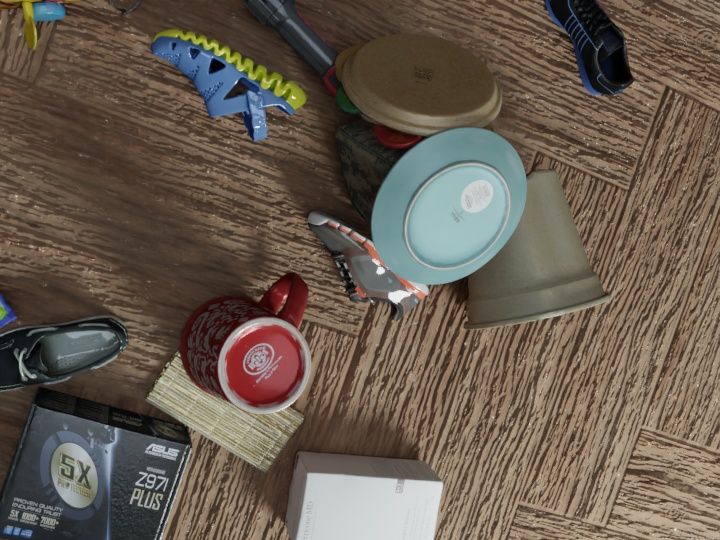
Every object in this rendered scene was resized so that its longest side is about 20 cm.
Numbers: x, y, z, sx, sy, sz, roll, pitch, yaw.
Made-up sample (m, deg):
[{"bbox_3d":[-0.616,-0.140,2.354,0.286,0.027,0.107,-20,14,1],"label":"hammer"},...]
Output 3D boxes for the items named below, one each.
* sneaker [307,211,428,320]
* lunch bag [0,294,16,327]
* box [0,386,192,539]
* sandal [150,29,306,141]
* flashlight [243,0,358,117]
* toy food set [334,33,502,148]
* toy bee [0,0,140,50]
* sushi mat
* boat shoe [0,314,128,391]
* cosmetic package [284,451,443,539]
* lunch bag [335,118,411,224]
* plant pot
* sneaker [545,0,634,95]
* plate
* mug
[{"bbox_3d":[0.000,0.000,1.067,0.199,0.077,0.082,37,93,-17],"label":"sneaker"},{"bbox_3d":[-0.522,0.044,0.899,0.199,0.127,0.171,-38,104,-24],"label":"lunch bag"},{"bbox_3d":[-0.331,0.257,0.995,0.198,0.086,0.165,20,91,-18],"label":"box"},{"bbox_3d":[-0.168,-0.227,0.987,0.199,0.079,0.088,26,93,-16],"label":"sandal"},{"bbox_3d":[-0.056,-0.288,1.020,0.200,0.068,0.068,44,76,-11],"label":"flashlight"},{"bbox_3d":[0.068,-0.211,0.937,0.198,0.199,0.049,2,137,-9],"label":"toy food set"},{"bbox_3d":[-0.358,-0.331,0.900,0.199,0.109,0.132,-29,102,-11],"label":"toy bee"},{"bbox_3d":[-0.179,0.183,1.068,0.199,0.012,0.096,36,87,-18],"label":"sushi mat"},{"bbox_3d":[-0.384,0.101,0.972,0.198,0.060,0.076,-21,103,-13],"label":"boat shoe"},{"bbox_3d":[0.003,0.321,1.104,0.198,0.081,0.114,6,97,-18],"label":"cosmetic package"},{"bbox_3d":[0.085,-0.125,1.005,0.167,0.200,0.140,-25,124,-16],"label":"lunch bag"},{"bbox_3d":[0.217,-0.032,1.079,0.198,0.200,0.186,-12,89,-14],"label":"plant pot"},{"bbox_3d":[0.323,-0.340,1.113,0.070,0.078,0.201,-33,105,-10],"label":"sneaker"},{"bbox_3d":[0.107,-0.065,0.914,0.198,0.026,0.202,-11,124,-16],"label":"plate"},{"bbox_3d":[-0.134,0.081,0.965,0.132,0.200,0.180,13,87,-19],"label":"mug"}]
